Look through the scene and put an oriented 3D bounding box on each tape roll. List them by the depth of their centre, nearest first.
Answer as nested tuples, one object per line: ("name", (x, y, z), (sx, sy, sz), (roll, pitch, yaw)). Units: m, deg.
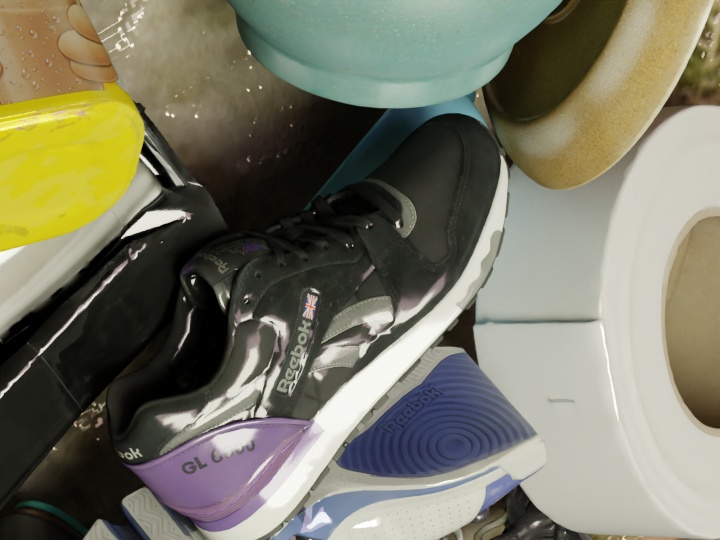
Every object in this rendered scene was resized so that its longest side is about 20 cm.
("tape roll", (0.137, 0.024, 1.142), (0.202, 0.071, 0.203), (2, 87, -52))

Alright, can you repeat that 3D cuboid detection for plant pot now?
("plant pot", (0.012, -0.151, 1.000), (0.200, 0.200, 0.134), (-17, 134, -27))
("plant pot", (0.098, -0.134, 1.045), (0.027, 0.200, 0.200), (14, 97, -21))

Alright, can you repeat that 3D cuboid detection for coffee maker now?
("coffee maker", (-0.150, 0.029, 0.973), (0.200, 0.135, 0.192), (-48, 125, -12))

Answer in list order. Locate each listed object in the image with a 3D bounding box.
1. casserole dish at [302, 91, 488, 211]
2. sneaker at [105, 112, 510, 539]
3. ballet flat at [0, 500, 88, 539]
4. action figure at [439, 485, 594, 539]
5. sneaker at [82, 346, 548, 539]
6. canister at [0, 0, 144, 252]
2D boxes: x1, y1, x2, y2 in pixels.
("casserole dish", (0.000, 0.000, 1.078), (0.200, 0.039, 0.121), (-50, 162, -10))
("sneaker", (-0.020, 0.007, 0.965), (0.088, 0.076, 0.200), (44, 75, -35))
("ballet flat", (-0.100, 0.185, 1.086), (0.200, 0.068, 0.068), (50, 53, -32))
("action figure", (0.016, 0.137, 1.132), (0.200, 0.102, 0.119), (-26, 128, -25))
("sneaker", (-0.021, 0.118, 1.047), (0.199, 0.081, 0.115), (-26, 142, -14))
("canister", (-0.178, -0.099, 0.872), (0.148, 0.200, 0.087), (-15, 149, -25))
